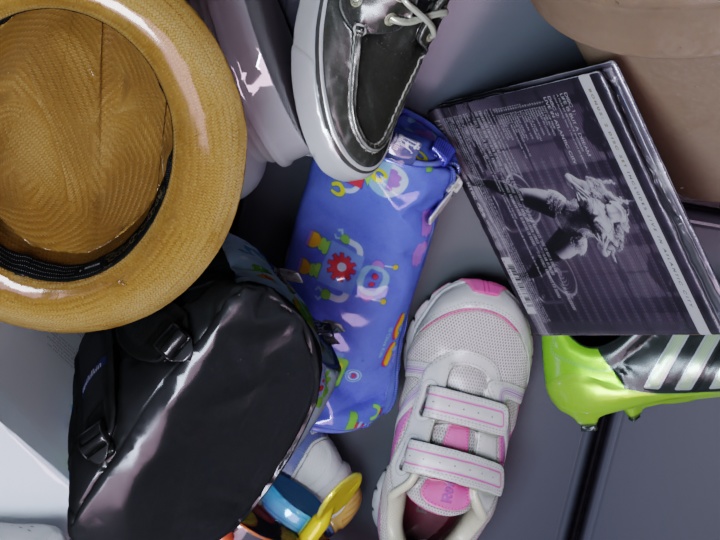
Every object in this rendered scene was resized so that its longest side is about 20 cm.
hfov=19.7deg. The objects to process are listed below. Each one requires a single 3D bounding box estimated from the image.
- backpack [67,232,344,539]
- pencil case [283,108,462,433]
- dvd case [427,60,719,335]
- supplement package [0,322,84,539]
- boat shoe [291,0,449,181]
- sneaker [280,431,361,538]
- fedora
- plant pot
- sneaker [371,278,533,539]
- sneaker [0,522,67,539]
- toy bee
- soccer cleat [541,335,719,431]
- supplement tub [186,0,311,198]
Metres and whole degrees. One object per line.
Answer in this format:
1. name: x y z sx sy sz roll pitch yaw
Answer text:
1. backpack: -0.087 0.056 1.105 0.153 0.200 0.163 31 98 -30
2. pencil case: 0.000 0.000 1.202 0.087 0.078 0.201 22 115 14
3. dvd case: 0.115 -0.033 1.122 0.016 0.200 0.149 -30 100 -21
4. supplement package: -0.238 0.084 1.174 0.151 0.200 0.152 -41 107 16
5. boat shoe: 0.012 -0.147 1.097 0.063 0.071 0.201 2 85 41
6. sneaker: -0.101 0.150 1.283 0.199 0.075 0.088 -27 97 7
7. fedora: -0.144 -0.071 1.015 0.200 0.082 0.202 2 114 4
8. plant pot: 0.193 -0.137 1.099 0.199 0.201 0.175 -14 131 6
9. sneaker: 0.058 0.103 1.242 0.081 0.088 0.201 9 113 -4
10. sneaker: -0.246 0.145 1.054 0.199 0.075 0.088 -5 109 3
11. toy bee: -0.064 0.166 1.192 0.199 0.109 0.132 15 102 1
12. soccer cleat: 0.205 0.037 1.228 0.199 0.068 0.081 -13 102 7
13. supplement tub: -0.137 -0.089 1.128 0.199 0.146 0.146 -19 112 8
